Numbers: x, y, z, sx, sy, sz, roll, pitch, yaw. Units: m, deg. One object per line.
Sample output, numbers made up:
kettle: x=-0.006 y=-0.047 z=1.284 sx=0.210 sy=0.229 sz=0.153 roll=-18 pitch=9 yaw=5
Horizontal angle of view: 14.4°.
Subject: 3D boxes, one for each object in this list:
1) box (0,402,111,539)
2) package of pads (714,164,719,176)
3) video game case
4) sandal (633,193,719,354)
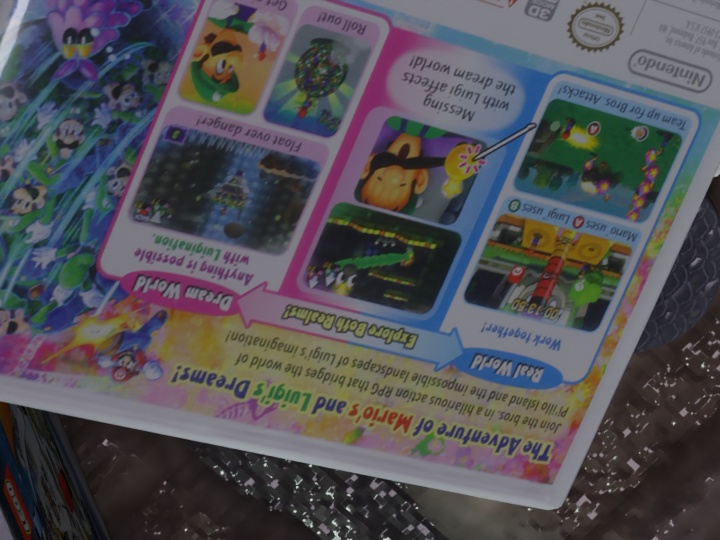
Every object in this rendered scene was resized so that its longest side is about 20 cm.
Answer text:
box: x=-0.105 y=0.048 z=0.742 sx=0.038 sy=0.137 sz=0.201 roll=-20 pitch=109 yaw=2
package of pads: x=0.040 y=-0.120 z=0.708 sx=0.154 sy=0.068 sz=0.201 roll=1 pitch=113 yaw=-28
video game case: x=0.002 y=-0.041 z=0.671 sx=0.199 sy=0.024 sz=0.183 roll=14 pitch=108 yaw=-33
sandal: x=0.000 y=0.001 z=0.790 sx=0.199 sy=0.043 sz=0.076 roll=-1 pitch=117 yaw=-15
